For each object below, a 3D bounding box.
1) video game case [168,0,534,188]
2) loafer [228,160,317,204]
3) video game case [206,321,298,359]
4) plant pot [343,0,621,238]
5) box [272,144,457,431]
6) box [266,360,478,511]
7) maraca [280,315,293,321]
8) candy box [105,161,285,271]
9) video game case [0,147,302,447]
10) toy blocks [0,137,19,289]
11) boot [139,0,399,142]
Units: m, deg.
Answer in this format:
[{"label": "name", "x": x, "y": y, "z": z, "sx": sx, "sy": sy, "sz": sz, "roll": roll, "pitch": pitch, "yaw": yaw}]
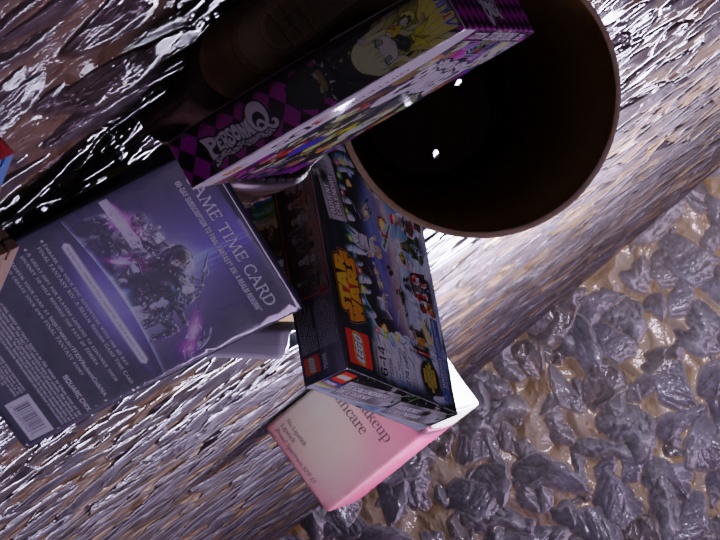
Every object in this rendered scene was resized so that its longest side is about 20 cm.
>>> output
[{"label": "video game case", "x": -0.001, "y": -0.108, "z": 1.526, "sx": 0.181, "sy": 0.036, "sz": 0.200, "roll": -29, "pitch": 177, "yaw": 15}, {"label": "loafer", "x": -0.072, "y": -0.071, "z": 1.706, "sx": 0.071, "sy": 0.073, "sz": 0.200, "roll": -38, "pitch": 174, "yaw": 21}, {"label": "video game case", "x": -0.144, "y": 0.043, "z": 1.762, "sx": 0.200, "sy": 0.022, "sz": 0.182, "roll": 1, "pitch": 180, "yaw": 2}, {"label": "plant pot", "x": 0.062, "y": -0.112, "z": 1.773, "sx": 0.186, "sy": 0.186, "sz": 0.200, "roll": -35, "pitch": -176, "yaw": -7}, {"label": "box", "x": 0.000, "y": 0.000, "z": 1.823, "sx": 0.040, "sy": 0.200, "sz": 0.137, "roll": -25, "pitch": 152, "yaw": 29}, {"label": "box", "x": 0.014, "y": 0.168, "z": 3.066, "sx": 0.200, "sy": 0.128, "sz": 0.109, "roll": -40, "pitch": 169, "yaw": 18}, {"label": "maraca", "x": -0.076, "y": 0.013, "z": 1.923, "sx": 0.200, "sy": 0.137, "sz": 0.107, "roll": -162, "pitch": -94, "yaw": -73}, {"label": "candy box", "x": -0.098, "y": -0.031, "z": 1.753, "sx": 0.026, "sy": 0.102, "sz": 0.200, "roll": -18, "pitch": 180, "yaw": 27}, {"label": "video game case", "x": -0.155, "y": 0.015, "z": 1.625, "sx": 0.200, "sy": 0.143, "sz": 0.019, "roll": -27, "pitch": -145, "yaw": 5}, {"label": "toy blocks", "x": -0.255, "y": 0.000, "z": 1.409, "sx": 0.200, "sy": 0.100, "sz": 0.137, "roll": -29, "pitch": 157, "yaw": -43}, {"label": "boot", "x": -0.030, "y": -0.153, "z": 1.576, "sx": 0.200, "sy": 0.072, "sz": 0.166, "roll": -33, "pitch": -178, "yaw": -31}]
